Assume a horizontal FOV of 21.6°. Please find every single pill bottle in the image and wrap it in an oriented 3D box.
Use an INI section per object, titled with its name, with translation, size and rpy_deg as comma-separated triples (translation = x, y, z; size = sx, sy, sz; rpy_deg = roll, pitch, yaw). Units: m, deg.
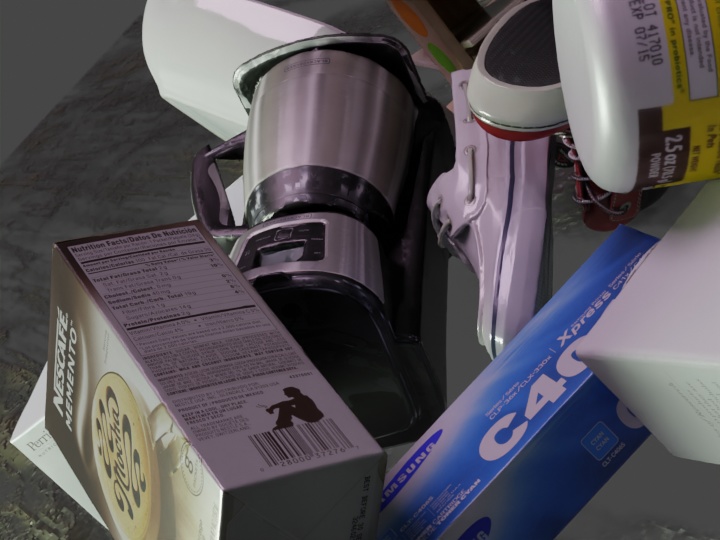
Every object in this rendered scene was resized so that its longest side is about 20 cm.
[pill bottle]
translation = 0.184, -0.099, 0.769
size = 0.199, 0.110, 0.109
rpy_deg = -9, 20, 0

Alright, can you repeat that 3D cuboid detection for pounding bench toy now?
[pounding bench toy]
translation = 0.106, -0.210, 1.215
size = 0.200, 0.156, 0.124
rpy_deg = -44, 22, -9

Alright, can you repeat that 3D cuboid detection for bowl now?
[bowl]
translation = -0.041, -0.108, 1.236
size = 0.200, 0.200, 0.075
rpy_deg = 24, 85, 36

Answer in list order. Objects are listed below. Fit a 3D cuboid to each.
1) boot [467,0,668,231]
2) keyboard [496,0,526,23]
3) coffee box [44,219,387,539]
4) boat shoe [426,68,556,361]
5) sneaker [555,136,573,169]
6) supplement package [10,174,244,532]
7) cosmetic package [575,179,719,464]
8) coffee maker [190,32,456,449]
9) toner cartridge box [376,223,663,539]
[boot]
translation = 0.112, -0.066, 0.924
size = 0.200, 0.072, 0.145
rpy_deg = -34, -40, -48
[keyboard]
translation = 0.152, -0.146, 0.997
size = 0.104, 0.199, 0.040
rpy_deg = -50, 47, 34
[coffee box]
translation = -0.073, 0.077, 0.859
size = 0.079, 0.113, 0.200
rpy_deg = -11, 35, -26
[boat shoe]
translation = 0.068, -0.029, 0.991
size = 0.066, 0.074, 0.201
rpy_deg = 0, 46, 9
[sneaker]
translation = 0.142, -0.135, 1.123
size = 0.088, 0.074, 0.200
rpy_deg = -25, 26, 45
[supplement package]
translation = -0.102, 0.050, 1.203
size = 0.200, 0.111, 0.156
rpy_deg = -38, 18, 24
[cosmetic package]
translation = 0.176, 0.020, 0.696
size = 0.102, 0.074, 0.200
rpy_deg = -49, 16, -14
[coffee maker]
translation = 0.000, 0.000, 1.035
size = 0.134, 0.192, 0.201
rpy_deg = -29, 38, 32
[toner cartridge box]
translation = 0.080, 0.071, 0.848
size = 0.200, 0.043, 0.095
rpy_deg = -47, 16, -4
